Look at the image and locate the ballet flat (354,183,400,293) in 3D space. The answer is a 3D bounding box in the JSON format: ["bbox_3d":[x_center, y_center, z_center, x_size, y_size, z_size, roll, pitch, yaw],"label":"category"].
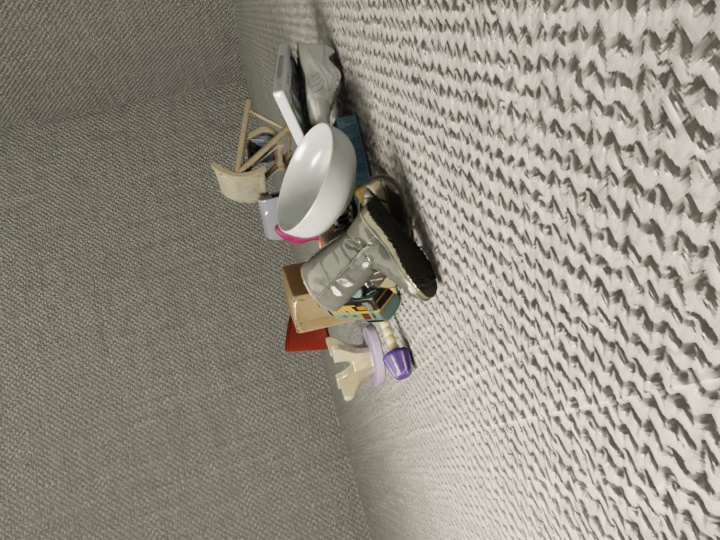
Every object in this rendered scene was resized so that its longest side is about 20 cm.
[{"bbox_3d":[0.029,-0.055,0.946,0.069,0.062,0.202,-67,-31,-71],"label":"ballet flat"}]

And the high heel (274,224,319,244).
[{"bbox_3d":[-0.124,-0.105,1.369,0.096,0.198,0.068,87,-160,-64],"label":"high heel"}]

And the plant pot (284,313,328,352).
[{"bbox_3d":[-0.245,0.270,2.478,0.200,0.197,0.179,155,112,-79],"label":"plant pot"}]

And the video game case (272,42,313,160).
[{"bbox_3d":[-0.113,-0.305,1.056,0.201,0.023,0.183,65,-164,-45],"label":"video game case"}]

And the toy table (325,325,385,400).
[{"bbox_3d":[-0.012,0.231,1.394,0.184,0.116,0.202,-117,16,-50],"label":"toy table"}]

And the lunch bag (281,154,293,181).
[{"bbox_3d":[-0.158,-0.211,1.553,0.170,0.126,0.202,-112,9,-56],"label":"lunch bag"}]

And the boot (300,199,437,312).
[{"bbox_3d":[0.004,0.012,0.842,0.200,0.072,0.183,-44,73,36],"label":"boot"}]

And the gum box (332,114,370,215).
[{"bbox_3d":[-0.020,-0.185,1.089,0.170,0.044,0.202,176,81,-78],"label":"gum box"}]

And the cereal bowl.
[{"bbox_3d":[-0.066,-0.147,0.949,0.200,0.083,0.202,-40,40,45],"label":"cereal bowl"}]

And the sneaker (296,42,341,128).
[{"bbox_3d":[-0.070,-0.342,1.025,0.070,0.079,0.203,122,139,-73],"label":"sneaker"}]

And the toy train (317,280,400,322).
[{"bbox_3d":[-0.015,0.047,1.052,0.199,0.085,0.114,-10,120,49],"label":"toy train"}]

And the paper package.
[{"bbox_3d":[-0.095,0.055,1.395,0.200,0.188,0.105,-127,29,-62],"label":"paper package"}]

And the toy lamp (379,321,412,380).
[{"bbox_3d":[0.052,0.119,1.081,0.058,0.058,0.202,93,161,-57],"label":"toy lamp"}]

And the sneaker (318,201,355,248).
[{"bbox_3d":[-0.041,-0.091,1.004,0.200,0.076,0.083,-116,28,-57],"label":"sneaker"}]

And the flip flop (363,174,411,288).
[{"bbox_3d":[0.043,-0.061,0.872,0.058,0.080,0.202,-78,-19,-60],"label":"flip flop"}]

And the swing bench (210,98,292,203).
[{"bbox_3d":[-0.266,-0.278,1.373,0.202,0.129,0.199,-64,3,-12],"label":"swing bench"}]

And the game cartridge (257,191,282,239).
[{"bbox_3d":[-0.165,-0.155,1.457,0.041,0.198,0.134,-121,19,-50],"label":"game cartridge"}]
